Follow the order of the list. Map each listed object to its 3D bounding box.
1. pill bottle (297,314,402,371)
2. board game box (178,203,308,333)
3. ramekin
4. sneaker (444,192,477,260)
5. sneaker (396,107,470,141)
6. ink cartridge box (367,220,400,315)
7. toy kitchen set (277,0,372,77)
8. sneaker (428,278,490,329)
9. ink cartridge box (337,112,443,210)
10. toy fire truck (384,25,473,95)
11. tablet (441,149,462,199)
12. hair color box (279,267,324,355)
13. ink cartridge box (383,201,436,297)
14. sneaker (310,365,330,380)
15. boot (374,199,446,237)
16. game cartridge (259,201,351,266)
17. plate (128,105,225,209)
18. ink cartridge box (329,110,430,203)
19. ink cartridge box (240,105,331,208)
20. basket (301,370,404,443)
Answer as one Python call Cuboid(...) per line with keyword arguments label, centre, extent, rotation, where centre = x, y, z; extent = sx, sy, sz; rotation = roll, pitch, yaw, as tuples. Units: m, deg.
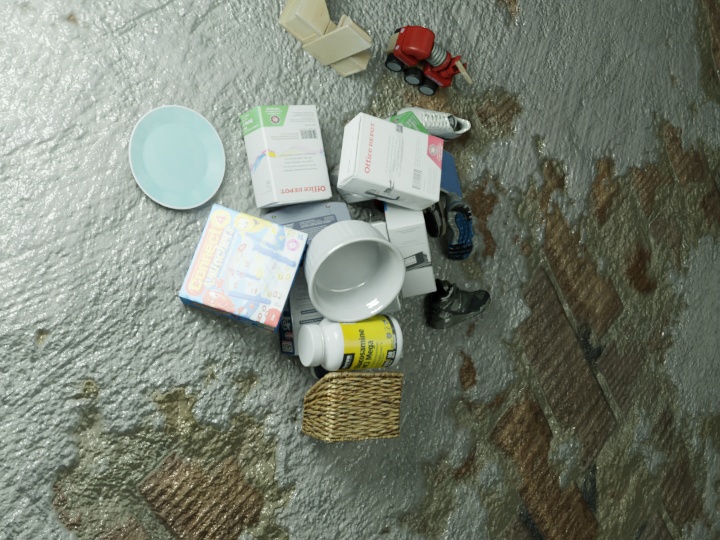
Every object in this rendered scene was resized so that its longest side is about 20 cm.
Cuboid(label="pill bottle", centre=(-0.022, 0.151, 1.584), extent=(0.200, 0.112, 0.113), rotation=(-1, 90, -26))
Cuboid(label="board game box", centre=(-0.224, -0.005, 1.488), extent=(0.196, 0.056, 0.200), rotation=(18, 75, -1))
Cuboid(label="ramekin", centre=(-0.019, -0.004, 1.528), extent=(0.200, 0.098, 0.201), rotation=(-12, 127, -16))
Cuboid(label="sneaker", centre=(0.243, -0.112, 1.896), extent=(0.075, 0.087, 0.200), rotation=(-12, 135, -3))
Cuboid(label="sneaker", centre=(0.176, -0.363, 1.863), extent=(0.200, 0.080, 0.076), rotation=(-1, 91, -37))
Cuboid(label="ink cartridge box", centre=(0.000, 0.000, 1.671), extent=(0.145, 0.088, 0.200), rotation=(-9, 94, -1))
Cuboid(label="toy kitchen set", centre=(-0.031, -0.561, 1.651), extent=(0.200, 0.163, 0.181), rotation=(32, 69, -34))
Cuboid(label="sneaker", centre=(0.248, 0.063, 1.909), extent=(0.199, 0.076, 0.114), rotation=(-19, 107, -32))
Cuboid(label="ink cartridge box", centre=(0.062, -0.221, 1.579), extent=(0.200, 0.085, 0.146), rotation=(14, 72, -25))
Cuboid(label="toy fire truck", centre=(0.177, -0.492, 1.790), extent=(0.176, 0.200, 0.129), rotation=(28, 72, -35))
Cuboid(label="tablet", centre=(0.186, -0.251, 1.858), extent=(0.200, 0.014, 0.130), rotation=(16, 59, -54))
Cuboid(label="hair color box", centre=(-0.124, 0.073, 1.625), extent=(0.100, 0.061, 0.200), rotation=(-7, 93, -37))
Cuboid(label="ink cartridge box", centre=(0.110, -0.062, 1.717), extent=(0.145, 0.084, 0.200), rotation=(-96, 174, -51))
Cuboid(label="sneaker", centre=(-0.023, 0.173, 1.687), extent=(0.200, 0.084, 0.075), rotation=(-39, 112, -32))
Cuboid(label="boot", centre=(0.115, -0.156, 1.813), extent=(0.151, 0.073, 0.200), rotation=(-24, 100, -37))
Cuboid(label="game cartridge", centre=(-0.112, -0.076, 1.585), extent=(0.200, 0.041, 0.133), rotation=(-12, 67, -14))
Cuboid(label="plate", centre=(-0.355, -0.217, 1.474), extent=(0.200, 0.026, 0.200), rotation=(0, 89, -38))
Cuboid(label="ink cartridge box", centre=(0.042, -0.253, 1.710), extent=(0.084, 0.146, 0.200), rotation=(50, 60, -23))
Cuboid(label="ink cartridge box", centre=(-0.154, -0.236, 1.587), extent=(0.145, 0.084, 0.200), rotation=(-10, 90, -38))
Cuboid(label="basket", centre=(-0.022, 0.281, 1.646), extent=(0.200, 0.143, 0.149), rotation=(3, 90, -33))
